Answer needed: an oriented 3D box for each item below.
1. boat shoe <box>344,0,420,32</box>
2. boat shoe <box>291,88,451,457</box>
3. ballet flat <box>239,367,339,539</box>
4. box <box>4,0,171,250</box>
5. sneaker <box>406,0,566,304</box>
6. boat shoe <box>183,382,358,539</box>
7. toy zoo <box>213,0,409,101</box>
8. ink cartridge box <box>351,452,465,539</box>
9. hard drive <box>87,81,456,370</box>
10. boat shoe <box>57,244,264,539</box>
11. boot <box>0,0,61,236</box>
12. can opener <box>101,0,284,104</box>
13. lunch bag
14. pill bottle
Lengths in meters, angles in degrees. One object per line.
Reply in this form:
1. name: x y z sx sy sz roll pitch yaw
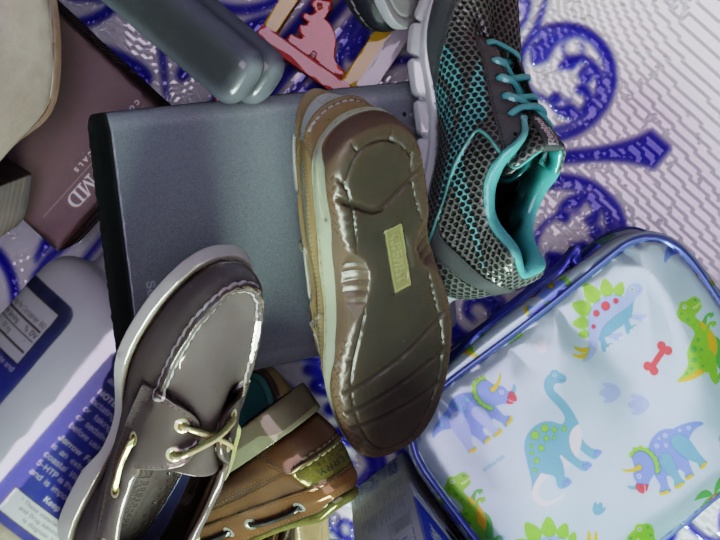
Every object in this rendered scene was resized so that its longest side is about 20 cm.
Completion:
1. boat shoe: -0.022 -0.220 0.817 0.060 0.075 0.202 -20 82 27
2. boat shoe: 0.000 0.000 0.753 0.071 0.076 0.201 -19 125 -25
3. ballet flat: -0.036 0.150 0.868 0.063 0.068 0.202 -7 100 -34
4. box: -0.204 -0.115 0.825 0.200 0.075 0.100 42 93 -7
5. sneaker: 0.074 -0.076 0.788 0.077 0.091 0.202 12 81 -46
6. boat shoe: -0.076 0.134 0.804 0.072 0.200 0.068 -34 87 -42
7. toy zoo: -0.007 -0.098 0.856 0.131 0.020 0.201 33 93 -4
8. ink cartridge box: 0.040 0.167 0.793 0.044 0.200 0.094 -37 95 2
9. hard drive: -0.042 -0.023 0.786 0.199 0.033 0.141 -10 98 -33
10. boat shoe: -0.089 0.082 0.715 0.071 0.060 0.201 3 124 -41
11. boot: -0.221 -0.075 0.711 0.070 0.146 0.202 18 114 32
12. can opener: -0.127 -0.145 0.758 0.199 0.053 0.067 36 109 13
13. lunch bag: 0.130 0.080 0.842 0.200 0.082 0.161 -38 95 -1
14. pill bottle: -0.152 0.063 0.814 0.120 0.120 0.200 41 83 -5
